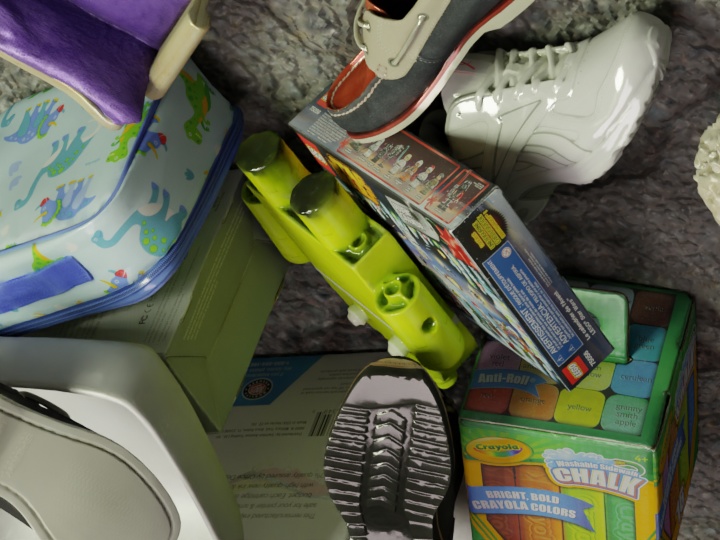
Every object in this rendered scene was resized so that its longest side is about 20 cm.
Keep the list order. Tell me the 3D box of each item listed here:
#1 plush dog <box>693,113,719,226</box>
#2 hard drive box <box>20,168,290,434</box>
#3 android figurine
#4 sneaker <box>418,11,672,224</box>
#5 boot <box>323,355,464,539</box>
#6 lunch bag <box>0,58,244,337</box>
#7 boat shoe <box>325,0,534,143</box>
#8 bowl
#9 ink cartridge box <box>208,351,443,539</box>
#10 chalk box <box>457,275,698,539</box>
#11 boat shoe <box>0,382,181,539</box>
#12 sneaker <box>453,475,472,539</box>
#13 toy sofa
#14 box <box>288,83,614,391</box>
[{"bbox_3d":[0.299,-0.022,1.493,0.172,0.161,0.200,-37,120,19],"label":"plush dog"},{"bbox_3d":[-0.160,0.025,1.750,0.199,0.156,0.077,-4,136,31],"label":"hard drive box"},{"bbox_3d":[0.000,0.000,1.673,0.182,0.041,0.200,38,169,45],"label":"android figurine"},{"bbox_3d":[0.093,-0.092,1.549,0.099,0.078,0.200,35,140,-11],"label":"sneaker"},{"bbox_3d":[0.029,0.096,1.686,0.077,0.139,0.201,9,133,8],"label":"boot"},{"bbox_3d":[-0.173,-0.040,1.671,0.199,0.161,0.082,-18,127,39],"label":"lunch bag"},{"bbox_3d":[0.033,-0.140,1.516,0.062,0.071,0.200,24,140,-22],"label":"boat shoe"},{"bbox_3d":[-0.170,0.109,1.667,0.199,0.075,0.200,0,137,26],"label":"bowl"},{"bbox_3d":[-0.026,0.177,1.831,0.146,0.201,0.146,-3,136,30],"label":"ink cartridge box"},{"bbox_3d":[0.134,0.087,1.703,0.124,0.124,0.200,7,141,16],"label":"chalk box"},{"bbox_3d":[-0.189,0.107,1.568,0.200,0.074,0.060,29,-175,-30],"label":"boat shoe"},{"bbox_3d":[0.115,0.173,1.840,0.072,0.072,0.200,-20,148,39],"label":"sneaker"},{"bbox_3d":[-0.180,-0.173,1.564,0.199,0.098,0.083,30,143,-9],"label":"toy sofa"},{"bbox_3d":[0.049,-0.021,1.593,0.137,0.040,0.200,52,171,-33],"label":"box"}]
